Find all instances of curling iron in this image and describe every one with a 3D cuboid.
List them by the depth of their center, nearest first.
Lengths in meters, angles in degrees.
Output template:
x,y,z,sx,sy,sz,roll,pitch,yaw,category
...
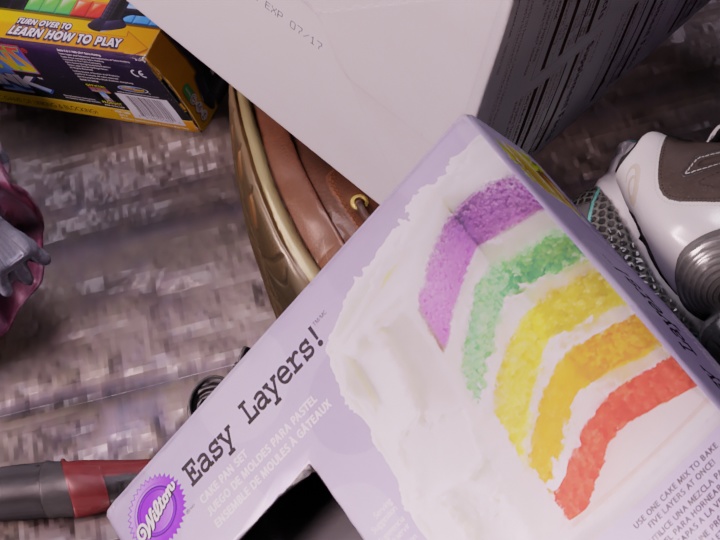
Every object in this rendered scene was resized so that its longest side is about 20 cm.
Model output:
x,y,z,sx,sy,sz,roll,pitch,yaw,category
-0.106,0.071,0.814,0.199,0.026,0.050,-14,80,12,curling iron

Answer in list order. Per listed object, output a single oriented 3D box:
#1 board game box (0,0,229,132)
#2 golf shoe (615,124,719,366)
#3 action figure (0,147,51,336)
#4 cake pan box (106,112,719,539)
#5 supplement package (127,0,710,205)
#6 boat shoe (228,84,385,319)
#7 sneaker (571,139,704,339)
x,y,z,sx,sy,sz,roll,pitch,yaw,category
-0.119,-0.152,0.969,0.199,0.057,0.166,10,63,35,board game box
0.168,-0.024,0.744,0.199,0.078,0.095,-4,45,-47,golf shoe
-0.215,-0.041,0.878,0.134,0.149,0.200,-33,62,-9,action figure
0.027,0.081,0.689,0.200,0.052,0.184,-47,51,14,cake pan box
0.032,-0.159,0.816,0.191,0.147,0.200,39,56,15,supplement package
0.000,0.000,0.832,0.067,0.072,0.201,-18,52,-10,boat shoe
0.104,0.046,0.770,0.091,0.078,0.200,-31,42,8,sneaker
